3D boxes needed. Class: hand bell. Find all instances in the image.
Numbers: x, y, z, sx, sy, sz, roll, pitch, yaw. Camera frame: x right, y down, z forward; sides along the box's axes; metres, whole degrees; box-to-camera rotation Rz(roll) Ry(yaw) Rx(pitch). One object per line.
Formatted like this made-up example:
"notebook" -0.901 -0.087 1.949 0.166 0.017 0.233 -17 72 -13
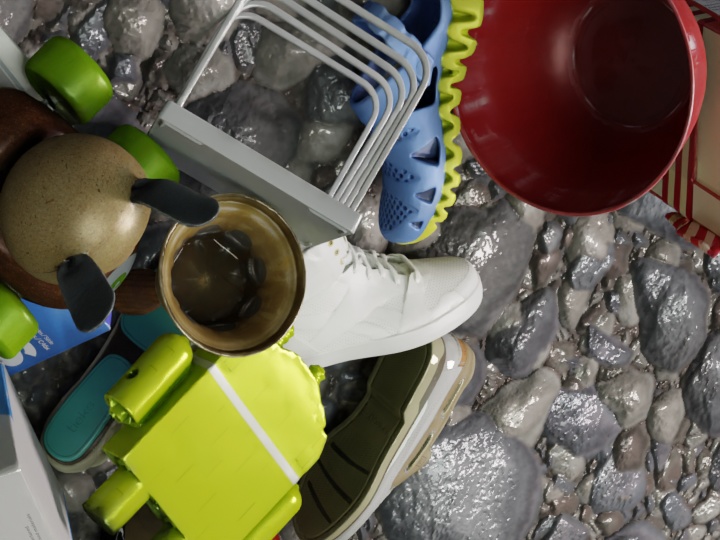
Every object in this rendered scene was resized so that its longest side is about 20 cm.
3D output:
"hand bell" -0.128 0.012 1.472 0.104 0.200 0.105 3 83 -29

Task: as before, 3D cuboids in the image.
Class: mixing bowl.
"mixing bowl" 0.174 -0.147 1.585 0.108 0.199 0.201 -20 127 -53

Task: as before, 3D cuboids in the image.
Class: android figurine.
"android figurine" -0.102 0.123 1.539 0.200 0.041 0.182 -48 124 -19

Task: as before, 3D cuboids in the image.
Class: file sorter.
"file sorter" -0.048 -0.105 1.427 0.138 0.200 0.125 31 83 -7

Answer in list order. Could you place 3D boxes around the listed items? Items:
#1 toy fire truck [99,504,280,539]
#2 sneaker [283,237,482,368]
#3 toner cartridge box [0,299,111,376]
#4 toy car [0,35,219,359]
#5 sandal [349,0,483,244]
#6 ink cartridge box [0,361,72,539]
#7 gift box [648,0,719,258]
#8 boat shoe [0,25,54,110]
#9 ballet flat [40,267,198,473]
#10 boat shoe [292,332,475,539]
"toy fire truck" -0.080 0.256 1.656 0.199 0.128 0.177 -8 106 -37
"sneaker" 0.000 0.000 1.611 0.199 0.074 0.116 -17 124 -21
"toner cartridge box" -0.259 -0.016 1.446 0.095 0.043 0.200 -25 131 22
"toy car" -0.166 -0.026 1.322 0.164 0.200 0.158 -47 127 -14
"sandal" 0.028 -0.118 1.569 0.087 0.079 0.202 -1 103 -27
"ink cartridge box" -0.305 0.176 1.470 0.199 0.129 0.126 -21 124 -2
"gift box" 0.310 -0.114 1.660 0.183 0.200 0.188 -12 121 -19
"boat shoe" -0.237 -0.102 1.432 0.068 0.072 0.200 -37 136 -10
"ballet flat" -0.152 0.064 1.569 0.200 0.069 0.069 -49 127 2
"boat shoe" 0.022 0.134 1.689 0.068 0.075 0.201 16 114 -44
